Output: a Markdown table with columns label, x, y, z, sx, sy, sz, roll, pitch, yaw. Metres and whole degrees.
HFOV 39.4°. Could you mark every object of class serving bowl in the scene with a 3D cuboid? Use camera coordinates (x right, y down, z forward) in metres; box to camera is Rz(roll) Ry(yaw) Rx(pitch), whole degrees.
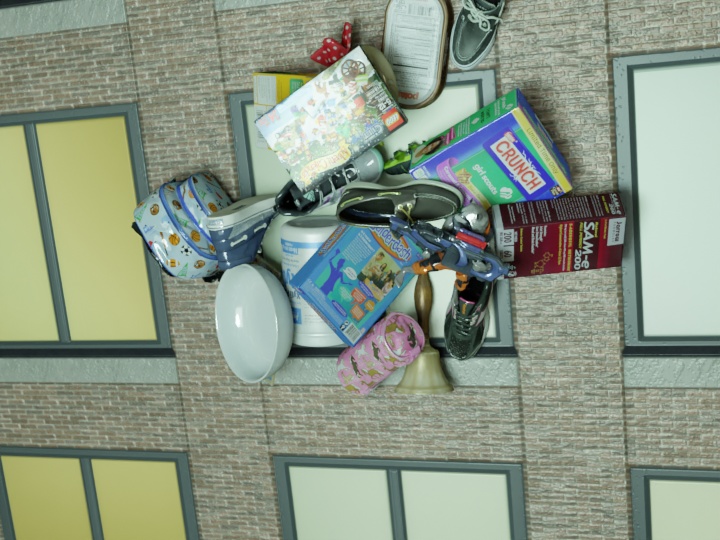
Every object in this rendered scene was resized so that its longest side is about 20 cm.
| label | x | y | z | sx | sy | sz | roll | pitch | yaw |
| --- | --- | --- | --- | --- | --- | --- | --- | --- | --- |
| serving bowl | -0.171 | 0.085 | 1.704 | 0.199 | 0.065 | 0.204 | 13 | 106 | 51 |

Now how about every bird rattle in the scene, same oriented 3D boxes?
| label | x | y | z | sx | sy | sz | roll | pitch | yaw |
| --- | --- | --- | --- | --- | --- | --- | --- | --- | --- |
| bird rattle | 0.009 | -0.299 | 1.610 | 0.162 | 0.111 | 0.203 | 3 | 103 | 57 |

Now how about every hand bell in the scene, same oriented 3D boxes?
| label | x | y | z | sx | sy | sz | roll | pitch | yaw |
| --- | --- | --- | --- | --- | --- | --- | --- | --- | --- |
| hand bell | 0.107 | 0.104 | 1.714 | 0.103 | 0.104 | 0.204 | 0 | 92 | 18 |

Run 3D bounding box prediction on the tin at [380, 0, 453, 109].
| label | x | y | z | sx | sy | sz | roll | pitch | yaw |
| --- | --- | --- | --- | --- | --- | --- | --- | --- | --- |
| tin | 0.087 | -0.361 | 1.621 | 0.110 | 0.042 | 0.203 | 12 | 107 | 20 |

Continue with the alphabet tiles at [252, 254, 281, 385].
| label | x | y | z | sx | sy | sz | roll | pitch | yaw |
| --- | --- | --- | --- | --- | --- | --- | --- | --- | --- |
| alphabet tiles | -0.184 | 0.076 | 1.779 | 0.167 | 0.007 | 0.203 | 35 | 122 | 45 |

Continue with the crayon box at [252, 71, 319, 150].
| label | x | y | z | sx | sy | sz | roll | pitch | yaw |
| --- | --- | --- | --- | --- | --- | --- | --- | --- | --- |
| crayon box | -0.105 | -0.258 | 1.647 | 0.199 | 0.051 | 0.128 | 18 | 114 | 53 |

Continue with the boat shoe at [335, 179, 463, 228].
| label | x | y | z | sx | sy | sz | roll | pitch | yaw |
| --- | --- | --- | --- | --- | --- | --- | --- | --- | --- |
| boat shoe | 0.059 | -0.096 | 1.553 | 0.198 | 0.061 | 0.072 | 1 | 132 | 21 |

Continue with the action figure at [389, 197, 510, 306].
| label | x | y | z | sx | sy | sz | roll | pitch | yaw |
| --- | --- | --- | --- | --- | --- | --- | --- | --- | --- |
| action figure | 0.125 | -0.041 | 1.541 | 0.198 | 0.105 | 0.194 | 28 | 134 | -11 |

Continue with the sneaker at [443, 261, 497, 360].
| label | x | y | z | sx | sy | sz | roll | pitch | yaw |
| --- | --- | --- | --- | --- | --- | --- | --- | --- | --- |
| sneaker | 0.176 | 0.057 | 1.667 | 0.079 | 0.086 | 0.203 | 15 | 109 | 16 |

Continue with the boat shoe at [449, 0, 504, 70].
| label | x | y | z | sx | sy | sz | roll | pitch | yaw |
| --- | --- | --- | --- | --- | --- | --- | --- | --- | --- |
| boat shoe | 0.191 | -0.406 | 1.556 | 0.073 | 0.068 | 0.201 | 33 | 111 | 8 |

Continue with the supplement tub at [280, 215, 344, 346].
| label | x | y | z | sx | sy | sz | roll | pitch | yaw |
| --- | --- | --- | --- | --- | --- | --- | --- | --- | --- |
| supplement tub | -0.069 | 0.015 | 1.715 | 0.130 | 0.132 | 0.203 | 2 | 103 | 18 |

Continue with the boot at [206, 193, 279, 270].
| label | x | y | z | sx | sy | sz | roll | pitch | yaw |
| --- | --- | --- | --- | --- | --- | --- | --- | --- | --- |
| boot | -0.187 | -0.069 | 1.700 | 0.072 | 0.199 | 0.092 | 0 | 107 | 33 |

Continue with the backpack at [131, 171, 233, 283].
| label | x | y | z | sx | sy | sz | roll | pitch | yaw |
| --- | --- | --- | --- | --- | --- | --- | --- | --- | --- |
| backpack | -0.296 | -0.074 | 1.737 | 0.154 | 0.190 | 0.201 | -41 | 88 | 22 |

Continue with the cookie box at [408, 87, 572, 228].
| label | x | y | z | sx | sy | sz | roll | pitch | yaw |
| --- | --- | --- | --- | --- | --- | --- | --- | --- | --- |
| cookie box | 0.203 | -0.158 | 1.565 | 0.198 | 0.076 | 0.172 | -29 | 118 | 23 |

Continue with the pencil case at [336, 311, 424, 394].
| label | x | y | z | sx | sy | sz | roll | pitch | yaw |
| --- | --- | --- | --- | --- | --- | --- | --- | --- | --- |
| pencil case | 0.031 | 0.142 | 1.695 | 0.086 | 0.084 | 0.200 | 28 | 146 | -12 |

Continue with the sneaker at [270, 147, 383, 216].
| label | x | y | z | sx | sy | sz | roll | pitch | yaw |
| --- | --- | --- | --- | --- | --- | --- | --- | --- | --- |
| sneaker | -0.062 | -0.135 | 1.653 | 0.199 | 0.140 | 0.078 | -27 | 93 | 33 |

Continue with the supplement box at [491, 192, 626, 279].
| label | x | y | z | sx | sy | sz | roll | pitch | yaw |
| --- | --- | --- | --- | --- | --- | --- | --- | --- | --- |
| supplement box | 0.306 | -0.053 | 1.560 | 0.197 | 0.061 | 0.110 | -7 | 133 | 2 |

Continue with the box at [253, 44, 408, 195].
| label | x | y | z | sx | sy | sz | roll | pitch | yaw |
| --- | --- | --- | --- | --- | --- | --- | --- | --- | --- |
| box | -0.044 | -0.229 | 1.535 | 0.199 | 0.038 | 0.137 | -34 | 100 | 11 |

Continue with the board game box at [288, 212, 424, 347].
| label | x | y | z | sx | sy | sz | roll | pitch | yaw |
| --- | --- | --- | --- | --- | --- | --- | --- | --- | --- |
| board game box | 0.000 | 0.000 | 1.648 | 0.200 | 0.045 | 0.152 | -48 | 117 | -12 |

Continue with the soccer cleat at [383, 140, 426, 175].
| label | x | y | z | sx | sy | sz | roll | pitch | yaw |
| --- | --- | --- | --- | --- | --- | --- | --- | --- | --- |
| soccer cleat | 0.133 | -0.176 | 1.638 | 0.197 | 0.068 | 0.082 | -14 | 112 | 21 |
